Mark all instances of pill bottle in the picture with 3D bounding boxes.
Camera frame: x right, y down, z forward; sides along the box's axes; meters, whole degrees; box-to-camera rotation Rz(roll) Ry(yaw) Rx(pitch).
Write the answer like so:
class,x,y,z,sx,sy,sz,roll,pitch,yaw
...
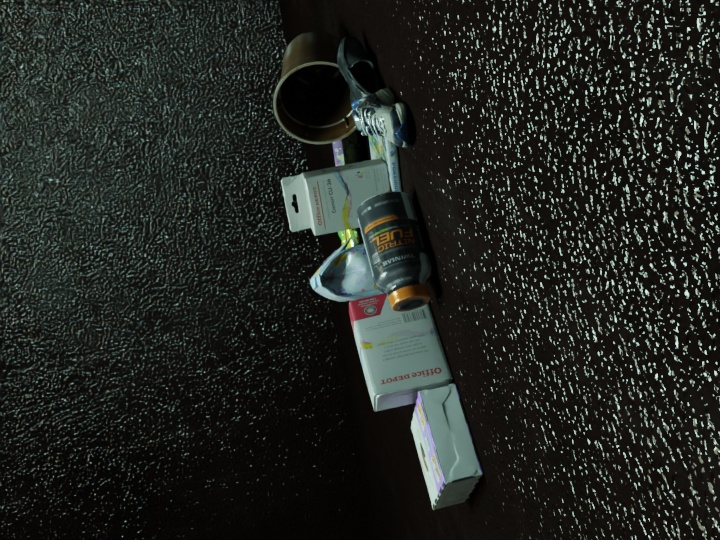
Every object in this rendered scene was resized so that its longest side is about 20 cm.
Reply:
class,x,y,z,sx,sy,sz,roll,pitch,yaw
pill bottle,0.065,-0.030,1.497,0.106,0.106,0.201,95,162,-67

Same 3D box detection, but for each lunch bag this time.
class,x,y,z,sx,sy,sz,roll,pitch,yaw
lunch bag,0.000,0.000,1.686,0.170,0.199,0.128,135,123,-83

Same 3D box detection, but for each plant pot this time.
class,x,y,z,sx,sy,sz,roll,pitch,yaw
plant pot,-0.095,-0.417,1.868,0.199,0.200,0.201,-99,3,-48

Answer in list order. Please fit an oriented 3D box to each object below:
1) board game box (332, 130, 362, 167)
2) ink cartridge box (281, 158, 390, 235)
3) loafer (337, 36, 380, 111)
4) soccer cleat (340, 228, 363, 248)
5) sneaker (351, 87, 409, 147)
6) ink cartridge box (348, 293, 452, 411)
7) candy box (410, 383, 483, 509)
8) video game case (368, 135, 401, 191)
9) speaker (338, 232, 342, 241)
class,x,y,z,sx,sy,sz,roll,pitch,yaw
board game box,-0.024,-0.243,1.980,0.120,0.032,0.200,-66,-25,-53
ink cartridge box,-0.044,-0.137,1.625,0.068,0.199,0.117,-121,20,-72
loafer,0.002,-0.383,1.629,0.070,0.068,0.201,119,145,-50
soccer cleat,-0.021,-0.063,1.887,0.065,0.084,0.201,-3,-111,-52
sneaker,0.031,-0.258,1.477,0.200,0.085,0.077,-117,16,-63
ink cartridge box,0.070,0.143,1.566,0.086,0.147,0.200,90,168,-60
candy box,0.150,0.321,1.525,0.200,0.071,0.168,93,164,-62
video game case,0.045,-0.232,1.676,0.200,0.022,0.183,-112,12,-60
speaker,-0.020,-0.132,2.112,0.089,0.088,0.200,86,170,-47
